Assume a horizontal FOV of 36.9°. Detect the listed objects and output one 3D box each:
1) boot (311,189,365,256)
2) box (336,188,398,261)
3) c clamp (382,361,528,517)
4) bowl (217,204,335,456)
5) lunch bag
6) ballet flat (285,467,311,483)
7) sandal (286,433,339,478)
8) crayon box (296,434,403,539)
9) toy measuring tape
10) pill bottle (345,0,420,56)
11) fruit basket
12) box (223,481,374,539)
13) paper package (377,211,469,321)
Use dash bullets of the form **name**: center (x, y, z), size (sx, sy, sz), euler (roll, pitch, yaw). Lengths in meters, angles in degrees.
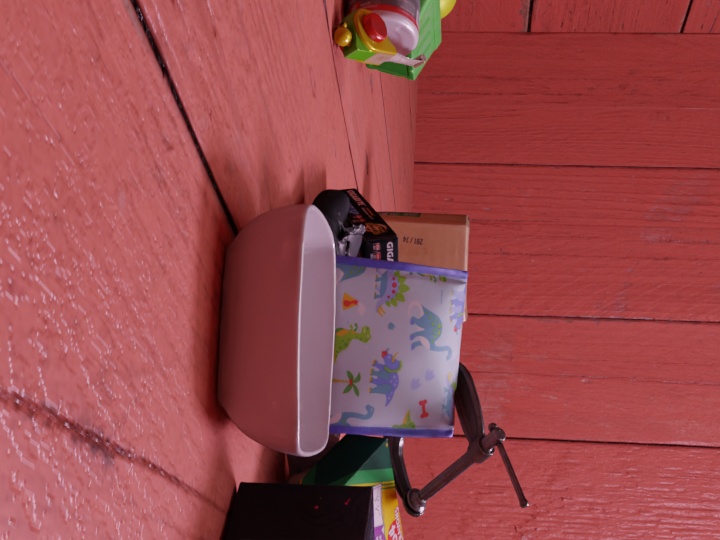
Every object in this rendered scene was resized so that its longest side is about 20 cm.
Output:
- **boot**: center (-0.034, 0.019, 1.213), size (0.168, 0.075, 0.204), euler (-53, 138, -74)
- **box**: center (0.000, 0.000, 1.385), size (0.200, 0.045, 0.162), euler (-128, -146, -64)
- **c clamp**: center (0.082, 0.187, 1.098), size (0.200, 0.027, 0.174), euler (-43, -128, 48)
- **bowl**: center (-0.068, 0.050, 0.902), size (0.200, 0.073, 0.204), euler (54, 39, -81)
- **lunch bag**: center (-0.006, 0.073, 1.060), size (0.127, 0.197, 0.174), euler (-1, -96, 57)
- **ballet flat**: center (-0.057, 0.307, 1.166), size (0.070, 0.068, 0.204), euler (-68, 159, -74)
- **sandal**: center (-0.041, 0.226, 1.200), size (0.059, 0.078, 0.210), euler (-69, 158, -65)
- **crayon box**: center (-0.018, 0.300, 1.103), size (0.172, 0.057, 0.204), euler (-38, 124, -54)
- **toy measuring tape**: center (0.025, -0.335, 1.551), size (0.198, 0.073, 0.075), euler (-6, 98, -52)
- **pill bottle**: center (0.036, -0.433, 1.636), size (0.114, 0.112, 0.203), euler (79, 13, -65)
- **fruit basket**: center (0.084, -0.451, 1.814), size (0.216, 0.153, 0.219), euler (16, 90, -80)
- **box**: center (-0.054, 0.276, 0.860), size (0.201, 0.120, 0.108), euler (-80, 169, -58)
- **paper package**: center (0.102, -0.008, 1.978), size (0.103, 0.196, 0.195), euler (-53, 145, -79)
